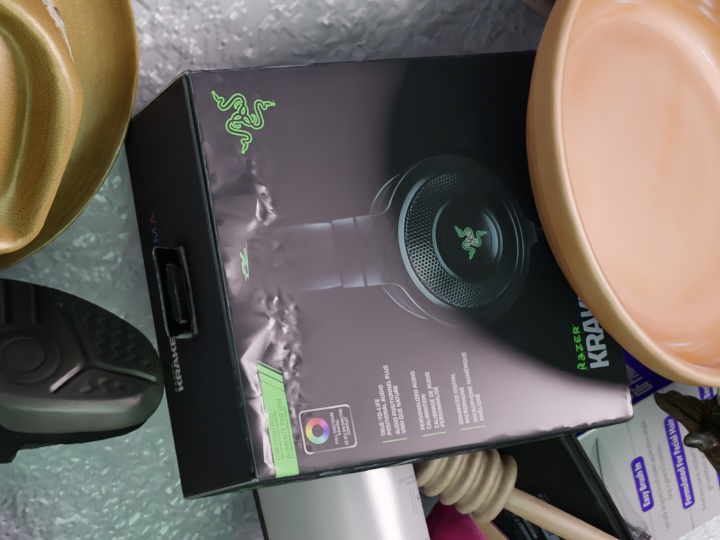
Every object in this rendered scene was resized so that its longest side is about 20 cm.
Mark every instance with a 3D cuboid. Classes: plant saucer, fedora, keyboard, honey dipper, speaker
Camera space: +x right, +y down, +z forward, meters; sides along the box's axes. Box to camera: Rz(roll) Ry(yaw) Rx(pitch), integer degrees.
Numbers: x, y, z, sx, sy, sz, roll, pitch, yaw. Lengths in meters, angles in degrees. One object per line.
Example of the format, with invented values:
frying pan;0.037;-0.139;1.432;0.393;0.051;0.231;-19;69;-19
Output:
plant saucer;0.137;-0.046;0.841;0.200;0.037;0.201;14;69;-43
fedora;-0.167;-0.070;0.753;0.200;0.082;0.201;-13;122;-22
keyboard;0.075;0.132;1.000;0.127;0.021;0.200;-17;122;23
honey dipper;0.116;0.135;0.959;0.199;0.038;0.038;28;101;-14
speaker;0.000;0.156;0.911;0.081;0.081;0.201;-13;88;-23

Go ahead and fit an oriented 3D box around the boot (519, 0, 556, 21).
boot;0.168;-0.140;0.923;0.146;0.070;0.200;-47;127;9

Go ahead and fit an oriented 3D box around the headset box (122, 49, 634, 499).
headset box;0.000;0.000;0.830;0.199;0.093;0.175;-6;82;-26

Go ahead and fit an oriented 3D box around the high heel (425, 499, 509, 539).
high heel;0.115;0.179;0.939;0.067;0.199;0.096;24;81;-64

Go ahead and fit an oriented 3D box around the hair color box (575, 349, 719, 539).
hair color box;0.188;0.075;1.045;0.199;0.065;0.110;-29;127;-15

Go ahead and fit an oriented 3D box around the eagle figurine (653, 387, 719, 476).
eagle figurine;0.250;0.036;0.940;0.200;0.151;0.152;-39;124;7

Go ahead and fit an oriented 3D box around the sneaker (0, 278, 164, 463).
sneaker;-0.182;0.065;0.804;0.198;0.076;0.115;-2;133;-5
